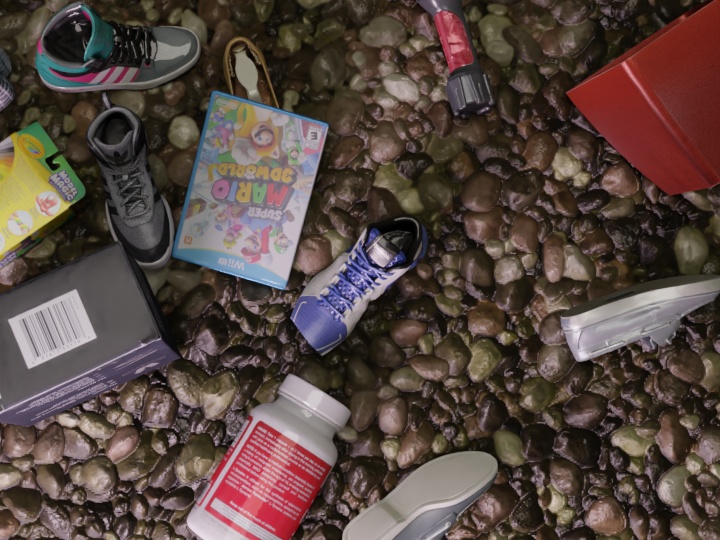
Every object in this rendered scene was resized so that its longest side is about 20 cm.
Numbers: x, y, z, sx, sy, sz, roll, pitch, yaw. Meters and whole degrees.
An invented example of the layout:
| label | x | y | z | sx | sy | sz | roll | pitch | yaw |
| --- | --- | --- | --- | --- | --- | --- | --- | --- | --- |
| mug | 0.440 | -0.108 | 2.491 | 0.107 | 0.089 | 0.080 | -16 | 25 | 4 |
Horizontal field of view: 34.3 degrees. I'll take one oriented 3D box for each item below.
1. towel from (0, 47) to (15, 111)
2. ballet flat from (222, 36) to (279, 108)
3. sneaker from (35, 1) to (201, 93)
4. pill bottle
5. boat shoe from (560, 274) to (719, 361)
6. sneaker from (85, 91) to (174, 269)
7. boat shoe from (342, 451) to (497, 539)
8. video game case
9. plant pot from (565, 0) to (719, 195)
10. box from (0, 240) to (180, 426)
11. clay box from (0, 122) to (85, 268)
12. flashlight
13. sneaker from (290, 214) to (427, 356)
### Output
| label | x | y | z | sx | sy | sz | roll | pitch | yaw |
| --- | --- | --- | --- | --- | --- | --- | --- | --- | --- |
| towel | -0.509 | -0.219 | 1.333 | 0.198 | 0.166 | 0.087 | -10 | 86 | -4 |
| ballet flat | -0.125 | -0.184 | 1.393 | 0.068 | 0.063 | 0.202 | -19 | 81 | -5 |
| sneaker | -0.290 | -0.268 | 1.372 | 0.198 | 0.121 | 0.085 | -11 | 80 | -5 |
| pill bottle | -0.096 | 0.222 | 1.294 | 0.112 | 0.112 | 0.201 | 31 | 80 | 3 |
| boat shoe | 0.334 | 0.057 | 1.373 | 0.199 | 0.070 | 0.072 | -16 | 98 | -5 |
| sneaker | -0.270 | -0.104 | 1.342 | 0.075 | 0.114 | 0.202 | -16 | 77 | -5 |
| boat shoe | 0.073 | 0.276 | 1.329 | 0.199 | 0.073 | 0.062 | -30 | 125 | -14 |
| video game case | -0.129 | -0.093 | 1.366 | 0.142 | 0.018 | 0.202 | 16 | 99 | 0 |
| plant pot | 0.392 | -0.201 | 1.361 | 0.199 | 0.200 | 0.177 | -34 | 93 | -8 |
| box | -0.314 | 0.075 | 1.267 | 0.195 | 0.200 | 0.118 | -24 | 82 | -7 |
| clay box | -0.427 | -0.071 | 1.367 | 0.199 | 0.048 | 0.115 | -36 | 83 | -9 |
| flashlight | 0.107 | -0.289 | 1.420 | 0.067 | 0.068 | 0.202 | -14 | 80 | -6 |
| sneaker | 0.001 | 0.000 | 1.338 | 0.199 | 0.115 | 0.081 | -44 | 83 | -9 |
